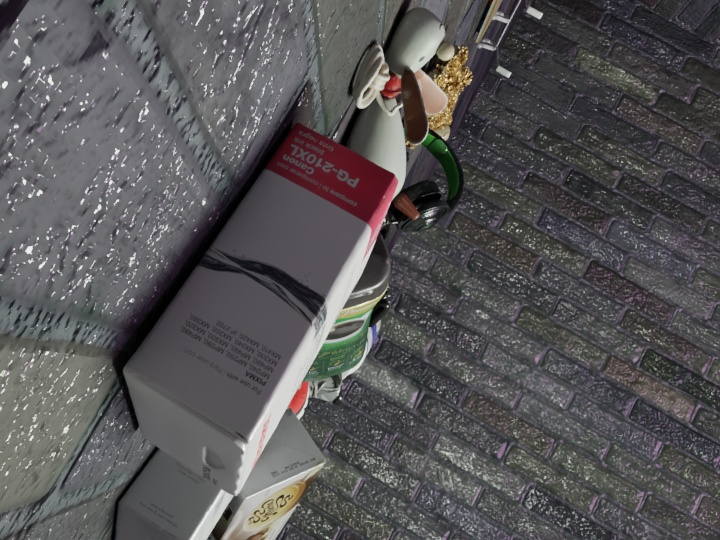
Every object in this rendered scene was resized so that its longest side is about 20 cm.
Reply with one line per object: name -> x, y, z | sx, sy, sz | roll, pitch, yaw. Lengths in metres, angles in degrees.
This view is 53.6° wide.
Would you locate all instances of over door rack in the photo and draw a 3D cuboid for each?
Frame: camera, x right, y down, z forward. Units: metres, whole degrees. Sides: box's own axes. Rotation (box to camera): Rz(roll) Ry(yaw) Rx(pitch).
over door rack -> 0.319, -0.536, 1.559 | 0.201, 0.066, 0.149 | -92, -157, -54

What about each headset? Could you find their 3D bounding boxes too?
headset -> 0.051, -0.098, 0.813 | 0.200, 0.123, 0.094 | -49, -176, -33

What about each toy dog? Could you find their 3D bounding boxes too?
toy dog -> 0.040, -0.126, 0.666 | 0.133, 0.095, 0.201 | -58, 175, -42

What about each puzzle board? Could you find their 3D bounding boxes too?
puzzle board -> 0.281, -0.562, 1.386 | 0.152, 0.017, 0.201 | -61, 177, -26

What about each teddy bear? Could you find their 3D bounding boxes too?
teddy bear -> 0.111, -0.240, 1.031 | 0.146, 0.066, 0.201 | -56, 173, -36

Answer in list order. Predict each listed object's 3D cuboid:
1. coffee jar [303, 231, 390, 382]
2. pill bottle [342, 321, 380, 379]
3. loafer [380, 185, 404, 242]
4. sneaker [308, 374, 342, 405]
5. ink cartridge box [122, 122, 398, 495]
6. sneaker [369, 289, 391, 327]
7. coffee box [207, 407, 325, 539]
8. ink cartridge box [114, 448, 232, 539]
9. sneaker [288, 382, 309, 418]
coffee jar -> -0.033, 0.032, 0.715 | 0.103, 0.086, 0.201 | -13, 152, -19
pill bottle -> -0.036, 0.111, 1.208 | 0.117, 0.115, 0.200 | -62, 176, 17
loafer -> -0.001, -0.046, 0.864 | 0.201, 0.072, 0.072 | -55, 175, -46
sneaker -> -0.086, 0.179, 1.025 | 0.201, 0.114, 0.075 | -59, 176, -31
ink cartridge box -> -0.064, 0.029, 0.479 | 0.201, 0.083, 0.145 | -61, 176, -29
sneaker -> 0.000, 0.000, 0.935 | 0.201, 0.113, 0.077 | -61, 179, -38
coffee box -> -0.136, 0.259, 0.804 | 0.112, 0.080, 0.201 | -11, 141, -44
ink cartridge box -> -0.136, 0.169, 0.649 | 0.201, 0.066, 0.117 | -57, 174, -45
sneaker -> -0.112, 0.164, 0.912 | 0.200, 0.076, 0.086 | -56, 169, -57
